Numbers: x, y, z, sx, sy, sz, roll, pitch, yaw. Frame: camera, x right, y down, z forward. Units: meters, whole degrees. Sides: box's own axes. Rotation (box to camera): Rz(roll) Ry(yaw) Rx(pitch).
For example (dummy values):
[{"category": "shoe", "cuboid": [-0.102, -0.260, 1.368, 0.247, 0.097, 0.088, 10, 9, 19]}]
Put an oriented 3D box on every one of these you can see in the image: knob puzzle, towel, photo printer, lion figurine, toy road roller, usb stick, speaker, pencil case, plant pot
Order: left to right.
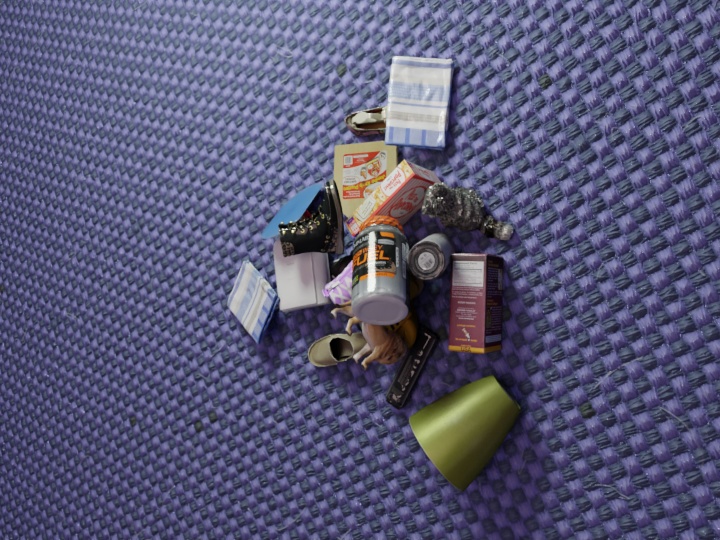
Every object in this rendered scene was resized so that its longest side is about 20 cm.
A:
[{"category": "towel", "cuboid": [-0.286, 0.081, 1.776, 0.200, 0.023, 0.150, 41, 112, 45]}, {"category": "photo printer", "cuboid": [-0.147, -0.007, 1.686, 0.164, 0.068, 0.206, -12, 82, 46]}, {"category": "pencil case", "cuboid": [0.000, 0.000, 1.535, 0.200, 0.085, 0.084, -47, 40, 11]}, {"category": "knob puzzle", "cuboid": [0.016, -0.204, 1.630, 0.215, 0.030, 0.226, -1, 88, 30]}, {"category": "lion figurine", "cuboid": [0.024, 0.125, 1.428, 0.072, 0.121, 0.204, 20, 138, 57]}, {"category": "toy road roller", "cuboid": [0.092, 0.082, 1.515, 0.145, 0.123, 0.200, 40, 112, -11]}, {"category": "usb stick", "cuboid": [0.118, 0.225, 1.558, 0.055, 0.032, 0.204, 30, 104, 21]}, {"category": "towel", "cuboid": [0.133, -0.380, 1.524, 0.143, 0.024, 0.206, 6, 90, 4]}, {"category": "speaker", "cuboid": [0.155, -0.033, 1.440, 0.079, 0.200, 0.084, 2, 99, 13]}, {"category": "plant pot", "cuboid": [0.234, 0.320, 1.419, 0.199, 0.187, 0.188, -41, 69, 7]}]

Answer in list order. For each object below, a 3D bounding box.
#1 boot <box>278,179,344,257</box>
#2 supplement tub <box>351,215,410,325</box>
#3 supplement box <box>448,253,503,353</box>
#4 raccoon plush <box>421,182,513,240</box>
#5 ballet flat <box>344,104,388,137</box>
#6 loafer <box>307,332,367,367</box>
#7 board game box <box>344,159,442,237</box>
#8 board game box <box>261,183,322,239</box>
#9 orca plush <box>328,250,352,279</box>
[{"category": "boot", "cuboid": [-0.114, -0.109, 1.532, 0.149, 0.206, 0.075, -7, 47, -4]}, {"category": "supplement tub", "cuboid": [0.042, -0.002, 1.384, 0.120, 0.122, 0.204, -20, 51, 29]}, {"category": "supplement box", "cuboid": [0.247, 0.068, 1.438, 0.084, 0.110, 0.206, 1, 89, 31]}, {"category": "raccoon plush", "cuboid": [0.225, -0.132, 1.441, 0.196, 0.133, 0.099, 16, 96, 30]}, {"category": "ballet flat", "cuboid": [0.048, -0.359, 1.591, 0.196, 0.071, 0.071, -5, 86, 30]}, {"category": "loafer", "cuboid": [-0.061, 0.189, 1.639, 0.197, 0.068, 0.078, -20, 79, 36]}, {"category": "board game box", "cuboid": [0.076, -0.152, 1.523, 0.200, 0.150, 0.047, -45, 66, 22]}, {"category": "board game box", "cuboid": [-0.161, -0.134, 1.677, 0.156, 0.202, 0.039, -20, 120, 42]}, {"category": "orca plush", "cuboid": [-0.002, 0.007, 1.612, 0.197, 0.071, 0.108, 21, 100, 29]}]
